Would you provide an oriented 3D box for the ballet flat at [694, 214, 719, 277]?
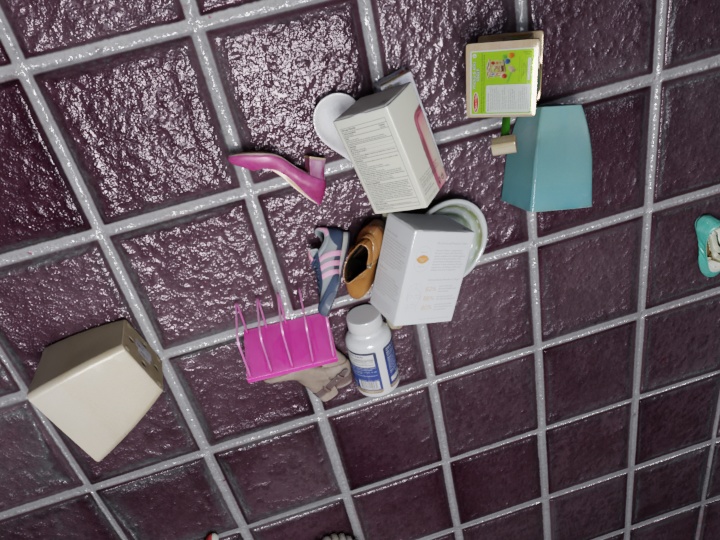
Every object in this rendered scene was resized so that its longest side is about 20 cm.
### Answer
[{"bbox_3d":[0.908,-0.049,1.311,0.067,0.071,0.201,-30,118,3],"label":"ballet flat"}]

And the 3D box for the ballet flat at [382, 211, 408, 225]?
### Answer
[{"bbox_3d":[0.095,-0.060,1.132,0.065,0.057,0.202,-16,117,5],"label":"ballet flat"}]

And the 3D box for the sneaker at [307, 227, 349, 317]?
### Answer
[{"bbox_3d":[-0.078,-0.001,1.067,0.081,0.203,0.070,15,148,-8],"label":"sneaker"}]

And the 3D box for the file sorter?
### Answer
[{"bbox_3d":[-0.163,0.127,1.105,0.197,0.140,0.127,-12,133,-6],"label":"file sorter"}]

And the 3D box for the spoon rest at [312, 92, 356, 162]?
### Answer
[{"bbox_3d":[-0.017,-0.254,1.014,0.099,0.061,0.201,-33,118,4],"label":"spoon rest"}]

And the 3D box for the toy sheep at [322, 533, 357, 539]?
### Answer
[{"bbox_3d":[-0.057,0.840,1.494,0.197,0.138,0.140,9,113,-12],"label":"toy sheep"}]

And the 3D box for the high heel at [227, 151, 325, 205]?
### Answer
[{"bbox_3d":[-0.163,-0.183,1.014,0.197,0.067,0.098,-1,106,-26],"label":"high heel"}]

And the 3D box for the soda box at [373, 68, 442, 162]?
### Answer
[{"bbox_3d":[0.097,-0.290,1.021,0.067,0.064,0.202,-26,117,1],"label":"soda box"}]

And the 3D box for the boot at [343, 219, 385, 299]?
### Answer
[{"bbox_3d":[0.000,0.000,1.074,0.076,0.156,0.202,26,117,2],"label":"boot"}]

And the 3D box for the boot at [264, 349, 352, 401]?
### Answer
[{"bbox_3d":[-0.118,0.260,1.235,0.198,0.070,0.148,-26,120,1],"label":"boot"}]

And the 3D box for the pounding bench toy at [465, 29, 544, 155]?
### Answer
[{"bbox_3d":[0.278,-0.338,0.978,0.122,0.156,0.203,5,119,22],"label":"pounding bench toy"}]

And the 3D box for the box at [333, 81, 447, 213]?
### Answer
[{"bbox_3d":[0.060,-0.223,0.956,0.126,0.109,0.202,-1,127,39],"label":"box"}]

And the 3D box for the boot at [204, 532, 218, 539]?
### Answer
[{"bbox_3d":[-0.483,0.794,1.411,0.143,0.073,0.202,23,112,-20],"label":"boot"}]

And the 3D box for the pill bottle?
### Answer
[{"bbox_3d":[0.025,0.187,1.206,0.109,0.111,0.203,-15,118,-5],"label":"pill bottle"}]

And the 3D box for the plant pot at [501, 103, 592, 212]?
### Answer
[{"bbox_3d":[0.393,-0.241,1.071,0.139,0.141,0.203,-5,109,-10],"label":"plant pot"}]

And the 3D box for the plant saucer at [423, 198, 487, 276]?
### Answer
[{"bbox_3d":[0.189,-0.068,1.145,0.197,0.050,0.203,-10,118,-20],"label":"plant saucer"}]

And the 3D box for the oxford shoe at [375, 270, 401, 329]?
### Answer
[{"bbox_3d":[0.061,0.061,1.160,0.073,0.071,0.202,-26,131,-25],"label":"oxford shoe"}]

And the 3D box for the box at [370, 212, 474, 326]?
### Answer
[{"bbox_3d":[0.123,-0.004,1.045,0.150,0.106,0.203,-1,114,-30],"label":"box"}]

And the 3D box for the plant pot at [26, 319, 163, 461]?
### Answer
[{"bbox_3d":[-0.526,0.225,1.066,0.176,0.200,0.201,-33,118,-7],"label":"plant pot"}]
